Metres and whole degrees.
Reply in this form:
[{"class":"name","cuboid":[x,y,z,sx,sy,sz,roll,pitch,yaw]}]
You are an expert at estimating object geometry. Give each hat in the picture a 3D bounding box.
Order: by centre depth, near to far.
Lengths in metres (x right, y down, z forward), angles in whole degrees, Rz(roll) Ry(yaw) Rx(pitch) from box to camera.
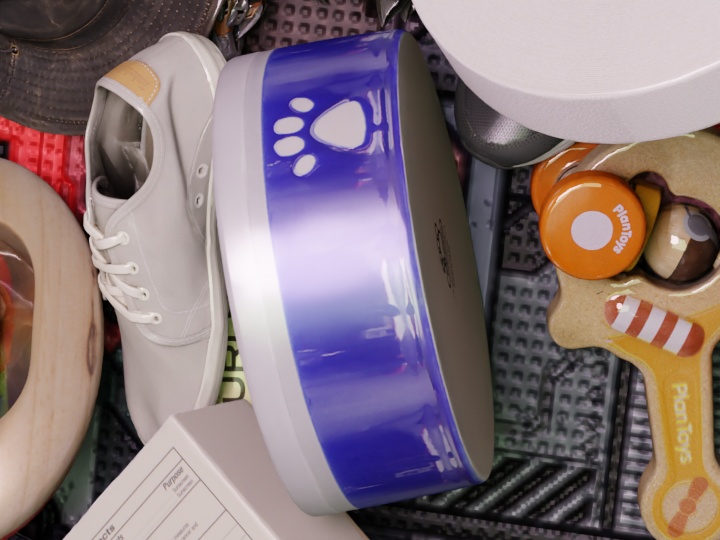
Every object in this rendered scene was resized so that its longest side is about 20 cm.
[{"class":"hat","cuboid":[-0.155,-0.155,1.139,0.200,0.081,0.201,2,94,27]}]

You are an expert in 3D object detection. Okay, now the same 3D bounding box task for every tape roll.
[{"class":"tape roll","cuboid":[0.114,-0.144,1.011,0.202,0.037,0.203,-13,57,20]}]

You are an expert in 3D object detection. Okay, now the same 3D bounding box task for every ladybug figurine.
[{"class":"ladybug figurine","cuboid":[-0.180,0.045,1.167,0.135,0.072,0.201,-1,63,7]}]

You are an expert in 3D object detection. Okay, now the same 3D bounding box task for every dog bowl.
[{"class":"dog bowl","cuboid":[0.000,0.000,1.094,0.079,0.200,0.201,-11,95,9]}]

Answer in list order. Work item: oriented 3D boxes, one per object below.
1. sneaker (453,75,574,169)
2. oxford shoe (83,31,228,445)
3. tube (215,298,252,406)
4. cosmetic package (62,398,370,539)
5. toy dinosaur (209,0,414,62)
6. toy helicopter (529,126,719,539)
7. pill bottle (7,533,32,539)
[{"class":"sneaker","cuboid":[0.096,-0.137,1.108,0.074,0.085,0.200,33,95,20]},{"class":"oxford shoe","cuboid":[-0.095,-0.008,1.134,0.075,0.058,0.201,31,127,43]},{"class":"tube","cuboid":[-0.065,0.057,1.191,0.058,0.052,0.201,-3,95,-8]},{"class":"cosmetic package","cuboid":[-0.033,0.164,1.116,0.104,0.073,0.200,-47,73,22]},{"class":"toy dinosaur","cuboid":[-0.004,-0.171,1.132,0.136,0.102,0.200,43,125,19]},{"class":"toy helicopter","cuboid":[0.150,0.030,1.148,0.132,0.079,0.201,-7,107,2]},{"class":"pill bottle","cuboid":[-0.183,0.173,1.194,0.200,0.111,0.111,25,101,6]}]
